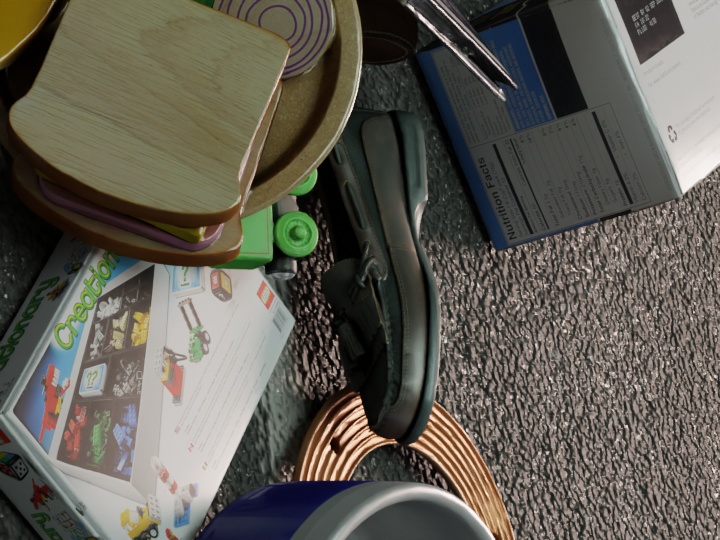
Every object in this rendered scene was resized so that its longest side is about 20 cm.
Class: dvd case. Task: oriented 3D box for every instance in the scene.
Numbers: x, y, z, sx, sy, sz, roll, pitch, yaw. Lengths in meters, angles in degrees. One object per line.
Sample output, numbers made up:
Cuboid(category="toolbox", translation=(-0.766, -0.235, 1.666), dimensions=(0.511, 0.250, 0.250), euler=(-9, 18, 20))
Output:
Cuboid(category="dvd case", translation=(0.001, -0.185, 1.406), dimensions=(0.200, 0.016, 0.149), euler=(54, 9, 26))

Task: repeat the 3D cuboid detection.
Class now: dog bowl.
Cuboid(category="dog bowl", translation=(-0.008, 0.196, 1.233), dimensions=(0.200, 0.079, 0.201), euler=(1, 89, -54))

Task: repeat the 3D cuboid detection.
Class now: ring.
Cuboid(category="ring", translation=(0.023, 0.155, 1.391), dimensions=(0.200, 0.019, 0.201), euler=(27, 55, -47))

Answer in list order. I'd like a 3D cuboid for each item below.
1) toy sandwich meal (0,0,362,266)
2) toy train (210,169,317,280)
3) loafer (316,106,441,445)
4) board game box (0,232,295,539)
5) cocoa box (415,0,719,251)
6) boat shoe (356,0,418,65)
Cuboid(category="toy sandwich meal", translation=(-0.090, -0.106, 1.224), dimensions=(0.204, 0.070, 0.206), euler=(2, 75, -9))
Cuboid(category="toy train", translation=(-0.053, -0.094, 1.288), dimensions=(0.056, 0.042, 0.201), euler=(2, 79, -21))
Cuboid(category="loafer", translation=(0.000, 0.000, 1.389), dimensions=(0.063, 0.072, 0.201), euler=(11, 52, -19))
Cuboid(category="board game box", translation=(-0.104, 0.047, 1.243), dimensions=(0.126, 0.035, 0.200), euler=(55, 37, -26))
Cuboid(category="cocoa box", translation=(0.148, -0.114, 1.591), dimensions=(0.200, 0.131, 0.134), euler=(-35, 105, -55))
Cuboid(category="boat shoe", translation=(-0.047, -0.122, 1.376), dimensions=(0.199, 0.076, 0.072), euler=(7, 73, -44))
